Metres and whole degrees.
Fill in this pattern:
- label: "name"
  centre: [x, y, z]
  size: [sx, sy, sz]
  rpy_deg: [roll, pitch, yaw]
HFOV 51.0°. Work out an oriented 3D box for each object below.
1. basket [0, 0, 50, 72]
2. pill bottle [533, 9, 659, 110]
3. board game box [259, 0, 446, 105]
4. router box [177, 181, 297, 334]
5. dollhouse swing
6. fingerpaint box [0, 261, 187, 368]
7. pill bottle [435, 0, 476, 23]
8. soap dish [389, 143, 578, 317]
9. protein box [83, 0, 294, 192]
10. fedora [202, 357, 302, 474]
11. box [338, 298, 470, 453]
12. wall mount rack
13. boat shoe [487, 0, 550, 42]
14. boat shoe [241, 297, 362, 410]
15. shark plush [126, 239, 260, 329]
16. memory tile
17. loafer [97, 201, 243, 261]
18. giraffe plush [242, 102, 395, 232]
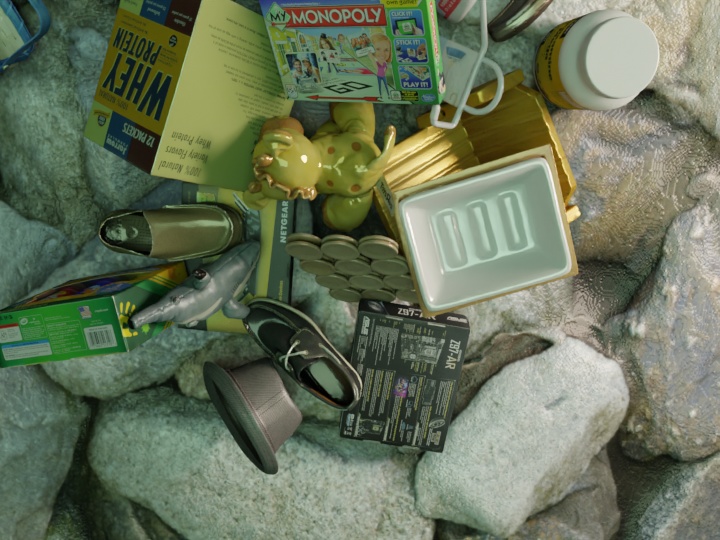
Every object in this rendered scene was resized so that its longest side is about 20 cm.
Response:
- label: "basket"
  centre: [-0.481, -0.326, 0.919]
  size: [0.197, 0.139, 0.179]
  rpy_deg: [-24, 103, 36]
- label: "pill bottle"
  centre: [0.285, -0.254, 0.919]
  size: [0.109, 0.200, 0.116]
  rpy_deg: [0, 102, -1]
- label: "board game box"
  centre: [-0.008, -0.253, 0.838]
  size: [0.195, 0.029, 0.137]
  rpy_deg: [7, 136, 23]
- label: "router box"
  centre: [-0.169, -0.018, 1.041]
  size: [0.152, 0.052, 0.206]
  rpy_deg: [4, 102, -1]
- label: "dollhouse swing"
  centre: [0.138, -0.109, 0.955]
  size: [0.175, 0.180, 0.204]
  rpy_deg: [-34, 104, -37]
- label: "fingerpaint box"
  centre: [-0.341, 0.053, 0.972]
  size: [0.195, 0.167, 0.075]
  rpy_deg: [-8, 102, 20]
- label: "pill bottle"
  centre: [0.076, -0.411, 0.931]
  size: [0.198, 0.109, 0.110]
  rpy_deg: [38, 99, -8]
- label: "soap dish"
  centre: [0.148, -0.048, 0.911]
  size: [0.195, 0.081, 0.161]
  rpy_deg: [-16, 103, 8]
- label: "protein box"
  centre: [-0.191, -0.220, 0.906]
  size: [0.133, 0.197, 0.205]
  rpy_deg: [27, 103, 30]
- label: "fedora"
  centre: [-0.139, 0.184, 1.038]
  size: [0.089, 0.200, 0.179]
  rpy_deg: [-31, 84, -19]
- label: "box"
  centre: [0.059, 0.151, 1.067]
  size: [0.155, 0.044, 0.205]
  rpy_deg: [8, 112, -2]
- label: "wall mount rack"
  centre: [0.089, -0.274, 0.895]
  size: [0.199, 0.073, 0.178]
  rpy_deg: [37, 116, 37]
- label: "boat shoe"
  centre: [0.228, -0.379, 0.966]
  size: [0.200, 0.074, 0.073]
  rpy_deg: [-44, 89, -1]
- label: "boat shoe"
  centre: [-0.078, 0.111, 1.007]
  size: [0.199, 0.068, 0.072]
  rpy_deg: [41, 100, -1]
- label: "shark plush"
  centre: [-0.209, 0.017, 0.932]
  size: [0.092, 0.197, 0.084]
  rpy_deg: [55, 133, 20]
- label: "memory tile"
  centre: [0.000, 0.000, 0.976]
  size: [0.149, 0.200, 0.017]
  rpy_deg: [-1, 67, 21]
- label: "loafer"
  centre: [-0.249, -0.046, 0.976]
  size: [0.194, 0.068, 0.078]
  rpy_deg: [-5, 101, 5]
- label: "giraffe plush"
  centre: [-0.061, -0.128, 0.913]
  size: [0.158, 0.201, 0.177]
  rpy_deg: [1, 116, -22]
